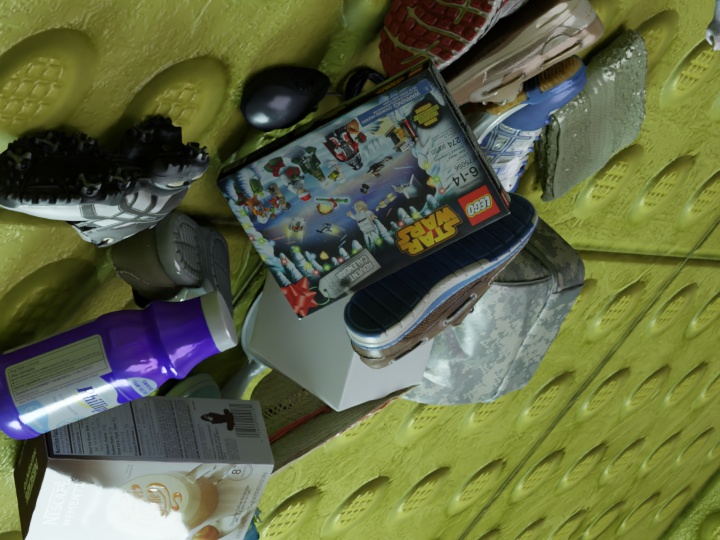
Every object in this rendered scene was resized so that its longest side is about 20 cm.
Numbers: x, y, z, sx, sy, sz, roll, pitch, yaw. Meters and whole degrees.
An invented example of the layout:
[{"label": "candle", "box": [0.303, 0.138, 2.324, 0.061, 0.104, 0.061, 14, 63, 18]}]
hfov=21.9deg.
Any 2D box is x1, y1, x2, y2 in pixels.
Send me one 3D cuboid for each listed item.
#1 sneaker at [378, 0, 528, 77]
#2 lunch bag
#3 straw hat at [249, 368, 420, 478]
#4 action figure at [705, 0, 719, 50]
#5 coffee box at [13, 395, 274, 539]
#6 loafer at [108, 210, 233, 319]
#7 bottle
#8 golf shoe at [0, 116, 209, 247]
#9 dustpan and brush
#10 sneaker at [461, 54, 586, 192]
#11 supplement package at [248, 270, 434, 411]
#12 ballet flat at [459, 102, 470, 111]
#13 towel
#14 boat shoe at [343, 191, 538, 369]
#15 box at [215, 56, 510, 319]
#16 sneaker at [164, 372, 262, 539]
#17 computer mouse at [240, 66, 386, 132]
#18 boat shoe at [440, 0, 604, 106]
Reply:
[{"label": "sneaker", "box": [0.099, -0.224, 1.539, 0.200, 0.078, 0.082, -43, 157, -5]}, {"label": "lunch bag", "box": [0.113, 0.038, 1.905, 0.167, 0.139, 0.201, -18, 144, -47]}, {"label": "straw hat", "box": [-0.051, 0.123, 1.717, 0.200, 0.085, 0.201, -31, 176, -2]}, {"label": "action figure", "box": [0.334, -0.305, 1.718, 0.199, 0.134, 0.149, -25, 149, -43]}, {"label": "coffee box", "box": [-0.189, 0.172, 1.605, 0.199, 0.080, 0.115, 4, 133, -22]}, {"label": "loafer", "box": [-0.152, -0.001, 1.521, 0.069, 0.076, 0.200, -8, 162, 9]}, {"label": "bottle", "box": [-0.197, 0.071, 1.468, 0.199, 0.066, 0.084, -20, 158, 3]}, {"label": "golf shoe", "box": [-0.195, -0.050, 1.347, 0.199, 0.078, 0.095, -11, 140, -50]}, {"label": "dustpan and brush", "box": [-0.078, 0.072, 1.775, 0.139, 0.057, 0.201, 17, 110, -51]}, {"label": "sneaker", "box": [0.129, -0.119, 1.670, 0.199, 0.088, 0.075, -31, -160, 25]}, {"label": "supplement package", "box": [0.000, 0.000, 1.635, 0.121, 0.119, 0.201, -15, 128, -48]}, {"label": "ballet flat", "box": [0.130, -0.162, 1.726, 0.201, 0.068, 0.072, -59, 172, 20]}, {"label": "towel", "box": [0.242, -0.156, 1.929, 0.148, 0.036, 0.200, -40, 156, -13]}, {"label": "boat shoe", "box": [0.067, 0.008, 1.565, 0.199, 0.072, 0.073, -34, 146, -18]}, {"label": "box", "box": [0.003, -0.064, 1.496, 0.199, 0.137, 0.040, -27, -162, 15]}, {"label": "sneaker", "box": [-0.137, 0.192, 1.762, 0.079, 0.131, 0.201, -30, 152, -26]}, {"label": "computer mouse", "box": [-0.027, -0.137, 1.529, 0.199, 0.034, 0.059, -9, 137, -54]}, {"label": "boat shoe", "box": [0.114, -0.170, 1.590, 0.199, 0.071, 0.065, -31, 119, 23]}]
